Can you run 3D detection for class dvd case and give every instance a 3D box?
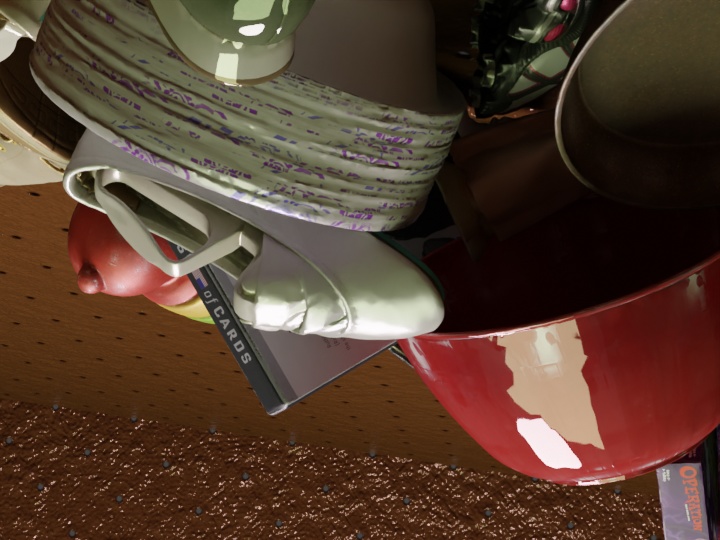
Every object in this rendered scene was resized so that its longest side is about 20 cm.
[{"bbox_3d":[-0.012,-0.030,1.063,0.200,0.151,0.025,-28,177,-40],"label":"dvd case"}]

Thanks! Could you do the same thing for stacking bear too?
[{"bbox_3d":[-0.109,-0.020,1.305,0.114,0.122,0.200,29,-164,35],"label":"stacking bear"}]

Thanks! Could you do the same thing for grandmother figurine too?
[{"bbox_3d":[0.134,-0.073,0.991,0.199,0.061,0.121,-25,168,2],"label":"grandmother figurine"}]

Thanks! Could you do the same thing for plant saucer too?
[{"bbox_3d":[0.178,-0.101,0.893,0.200,0.035,0.201,-11,146,-7],"label":"plant saucer"}]

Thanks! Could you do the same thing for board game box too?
[{"bbox_3d":[0.187,0.090,1.126,0.032,0.200,0.120,0,124,11],"label":"board game box"}]

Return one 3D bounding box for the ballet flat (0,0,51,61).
[{"bbox_3d":[-0.230,-0.141,1.119,0.069,0.070,0.200,20,164,-41],"label":"ballet flat"}]

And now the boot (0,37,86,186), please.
[{"bbox_3d":[-0.234,-0.098,1.298,0.155,0.073,0.200,-1,171,26],"label":"boot"}]

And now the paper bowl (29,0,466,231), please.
[{"bbox_3d":[-0.045,-0.107,0.937,0.200,0.105,0.201,21,-165,-6],"label":"paper bowl"}]

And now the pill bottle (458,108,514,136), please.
[{"bbox_3d":[0.004,-0.061,1.205,0.199,0.112,0.111,7,168,6],"label":"pill bottle"}]

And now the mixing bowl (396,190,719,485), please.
[{"bbox_3d":[0.117,0.038,1.006,0.199,0.109,0.200,-16,-165,5],"label":"mixing bowl"}]

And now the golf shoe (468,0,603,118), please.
[{"bbox_3d":[0.102,-0.118,0.960,0.088,0.078,0.200,5,169,-10],"label":"golf shoe"}]

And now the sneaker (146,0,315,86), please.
[{"bbox_3d":[-0.078,-0.168,0.728,0.067,0.200,0.090,-29,164,-33],"label":"sneaker"}]

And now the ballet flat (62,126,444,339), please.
[{"bbox_3d":[-0.057,-0.010,0.941,0.200,0.070,0.069,31,174,16],"label":"ballet flat"}]

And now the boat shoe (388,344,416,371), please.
[{"bbox_3d":[0.000,0.000,1.132,0.200,0.065,0.072,36,150,-29],"label":"boat shoe"}]
